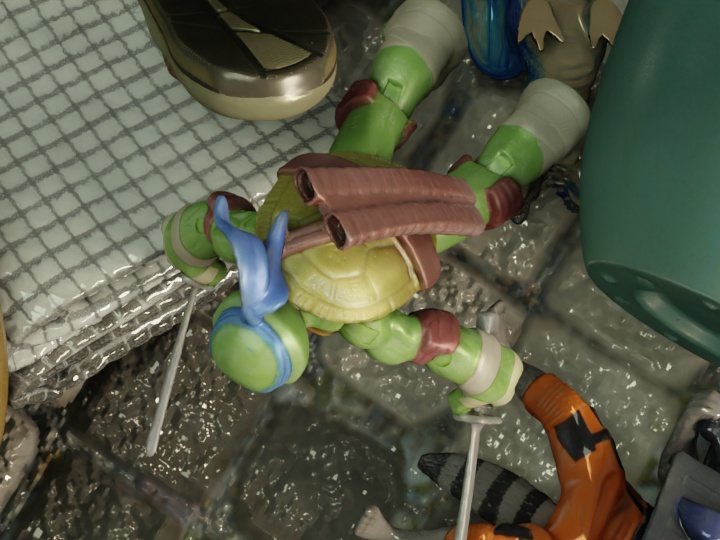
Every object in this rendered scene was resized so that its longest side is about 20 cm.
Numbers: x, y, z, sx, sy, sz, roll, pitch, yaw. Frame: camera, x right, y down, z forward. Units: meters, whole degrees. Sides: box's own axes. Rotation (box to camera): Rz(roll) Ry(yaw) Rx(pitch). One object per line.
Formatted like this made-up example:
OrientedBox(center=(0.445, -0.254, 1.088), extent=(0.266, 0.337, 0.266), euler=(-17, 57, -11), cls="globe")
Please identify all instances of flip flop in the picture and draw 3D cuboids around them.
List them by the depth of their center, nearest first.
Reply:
OrientedBox(center=(-0.048, -0.095, 0.822), extent=(0.080, 0.200, 0.058), euler=(-10, 118, -7), cls="flip flop")

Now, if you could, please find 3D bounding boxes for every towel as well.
OrientedBox(center=(-0.117, -0.052, 0.903), extent=(0.199, 0.086, 0.166), euler=(-31, 65, -21), cls="towel")

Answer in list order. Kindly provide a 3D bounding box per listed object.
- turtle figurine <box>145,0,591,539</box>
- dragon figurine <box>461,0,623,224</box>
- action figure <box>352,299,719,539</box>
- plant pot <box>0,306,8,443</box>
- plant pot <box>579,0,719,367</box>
OrientedBox(center=(0.000, 0.000, 0.814), extent=(0.143, 0.201, 0.194), euler=(14, 52, 37), cls="turtle figurine")
OrientedBox(center=(0.079, -0.119, 0.895), extent=(0.058, 0.100, 0.202), euler=(-4, 70, -12), cls="dragon figurine")
OrientedBox(center=(0.122, 0.094, 0.859), extent=(0.192, 0.105, 0.201), euler=(30, 59, 11), cls="action figure")
OrientedBox(center=(-0.206, 0.016, 0.850), extent=(0.199, 0.027, 0.202), euler=(19, 118, 40), cls="plant pot")
OrientedBox(center=(0.177, -0.042, 0.788), extent=(0.199, 0.201, 0.162), euler=(27, 83, 17), cls="plant pot")
